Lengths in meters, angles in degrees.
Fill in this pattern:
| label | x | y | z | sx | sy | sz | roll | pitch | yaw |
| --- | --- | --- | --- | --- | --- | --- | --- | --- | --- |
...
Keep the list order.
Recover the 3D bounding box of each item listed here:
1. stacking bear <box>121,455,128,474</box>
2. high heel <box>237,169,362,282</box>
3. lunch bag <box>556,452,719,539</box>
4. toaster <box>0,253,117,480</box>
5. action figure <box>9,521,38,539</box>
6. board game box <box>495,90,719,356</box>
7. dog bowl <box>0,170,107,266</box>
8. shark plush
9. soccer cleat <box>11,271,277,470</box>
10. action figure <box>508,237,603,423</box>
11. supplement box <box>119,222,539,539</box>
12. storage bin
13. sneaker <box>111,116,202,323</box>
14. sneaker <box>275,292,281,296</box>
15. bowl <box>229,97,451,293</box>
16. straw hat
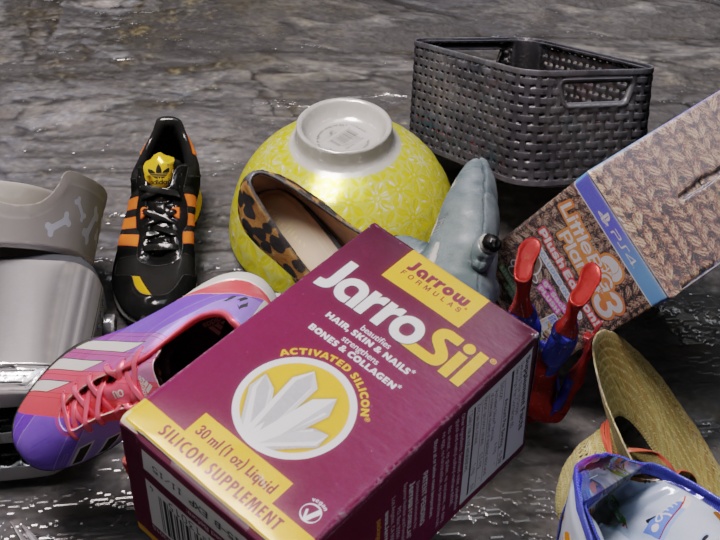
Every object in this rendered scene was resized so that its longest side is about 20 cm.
| label | x | y | z | sx | sy | sz | roll | pitch | yaw |
| --- | --- | --- | --- | --- | --- | --- | --- | --- | --- |
| stacking bear | -0.038 | 0.099 | 0.879 | 0.113 | 0.122 | 0.200 | 31 | 64 | 24 |
| high heel | 0.000 | 0.000 | 0.966 | 0.198 | 0.143 | 0.072 | 25 | 71 | 31 |
| lunch bag | 0.172 | 0.219 | 0.740 | 0.123 | 0.172 | 0.200 | -21 | 45 | -31 |
| toaster | -0.269 | 0.069 | 0.955 | 0.197 | 0.115 | 0.130 | -2 | 42 | -6 |
| action figure | -0.246 | 0.222 | 0.812 | 0.198 | 0.070 | 0.130 | -16 | 35 | -24 |
| board game box | 0.188 | -0.021 | 0.988 | 0.158 | 0.200 | 0.098 | -30 | 84 | -32 |
| dog bowl | -0.287 | -0.027 | 1.023 | 0.197 | 0.200 | 0.060 | -3 | 79 | -4 |
| shark plush | 0.062 | 0.000 | 0.895 | 0.090 | 0.084 | 0.201 | 30 | 27 | -4 |
| soccer cleat | -0.140 | 0.068 | 0.845 | 0.198 | 0.069 | 0.073 | -30 | 10 | 12 |
| action figure | 0.122 | 0.052 | 0.917 | 0.065 | 0.201 | 0.052 | 19 | 58 | 12 |
| supplement box | -0.013 | 0.089 | 0.750 | 0.130 | 0.104 | 0.199 | 33 | 53 | 27 |
| storage bin | 0.139 | -0.139 | 1.162 | 0.133 | 0.095 | 0.200 | -5 | 17 | -26 |
| sneaker | -0.165 | -0.044 | 1.106 | 0.069 | 0.091 | 0.201 | 0 | 40 | -1 |
| sneaker | -0.011 | 0.092 | 0.975 | 0.198 | 0.077 | 0.081 | 21 | 56 | 29 |
| bowl | -0.013 | -0.076 | 1.134 | 0.197 | 0.109 | 0.201 | 1 | 40 | -1 |
| straw hat | 0.172 | 0.146 | 0.881 | 0.085 | 0.201 | 0.202 | -35 | 35 | 21 |
